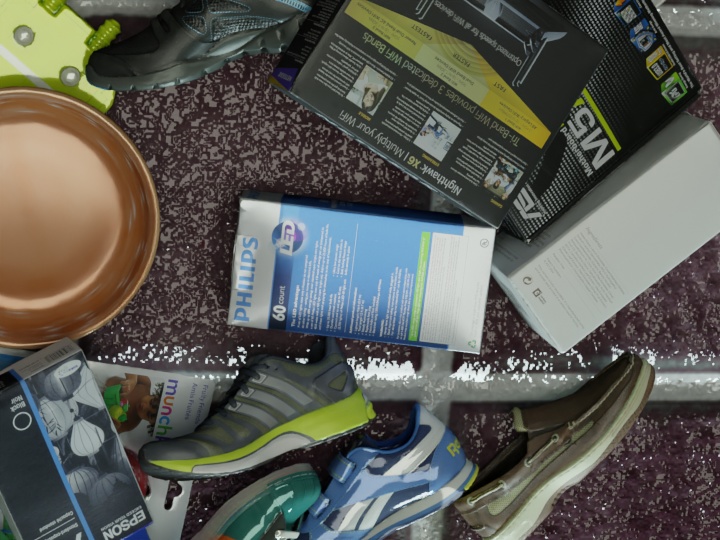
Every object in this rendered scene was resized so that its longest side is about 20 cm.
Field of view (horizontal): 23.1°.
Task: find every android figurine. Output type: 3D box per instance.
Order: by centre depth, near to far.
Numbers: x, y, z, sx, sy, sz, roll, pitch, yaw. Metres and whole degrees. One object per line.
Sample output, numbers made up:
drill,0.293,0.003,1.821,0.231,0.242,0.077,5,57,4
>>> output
android figurine,-0.267,-0.129,1.330,0.182,0.041,0.200,43,93,-16

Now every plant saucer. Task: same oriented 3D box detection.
plant saucer,-0.251,-0.041,1.316,0.200,0.037,0.201,-2,106,-7

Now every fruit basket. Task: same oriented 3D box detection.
fruit basket,-0.225,0.160,1.373,0.200,0.094,0.186,12,99,-16

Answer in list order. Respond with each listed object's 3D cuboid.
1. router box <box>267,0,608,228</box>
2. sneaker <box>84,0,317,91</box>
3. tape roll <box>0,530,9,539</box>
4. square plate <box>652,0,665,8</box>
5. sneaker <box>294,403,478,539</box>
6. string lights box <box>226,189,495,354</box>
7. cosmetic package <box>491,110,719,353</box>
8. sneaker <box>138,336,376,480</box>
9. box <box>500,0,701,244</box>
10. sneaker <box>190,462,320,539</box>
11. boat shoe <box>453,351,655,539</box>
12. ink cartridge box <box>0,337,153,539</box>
router box,0.058,-0.148,1.270,0.200,0.052,0.157,32,90,-25
sneaker,-0.112,-0.187,1.298,0.200,0.073,0.082,-18,102,1
tape roll,-0.350,0.242,1.336,0.200,0.048,0.201,8,129,10
square plate,0.185,-0.294,1.387,0.198,0.028,0.200,-41,106,-1
sneaker,-0.006,0.181,1.430,0.200,0.074,0.082,-30,101,-6
string lights box,0.000,0.000,1.380,0.200,0.059,0.103,7,100,-1
cosmetic package,0.203,-0.036,1.405,0.200,0.108,0.085,-36,105,0
sneaker,-0.087,0.111,1.382,0.200,0.074,0.081,-17,89,-32
box,0.142,-0.156,1.355,0.193,0.048,0.200,-40,114,-12
sneaker,-0.096,0.236,1.377,0.200,0.071,0.080,-43,68,11
boat shoe,0.156,0.138,1.451,0.075,0.075,0.202,40,92,-10
ink cartridge box,-0.221,0.159,1.316,0.099,0.039,0.200,-29,118,-20
